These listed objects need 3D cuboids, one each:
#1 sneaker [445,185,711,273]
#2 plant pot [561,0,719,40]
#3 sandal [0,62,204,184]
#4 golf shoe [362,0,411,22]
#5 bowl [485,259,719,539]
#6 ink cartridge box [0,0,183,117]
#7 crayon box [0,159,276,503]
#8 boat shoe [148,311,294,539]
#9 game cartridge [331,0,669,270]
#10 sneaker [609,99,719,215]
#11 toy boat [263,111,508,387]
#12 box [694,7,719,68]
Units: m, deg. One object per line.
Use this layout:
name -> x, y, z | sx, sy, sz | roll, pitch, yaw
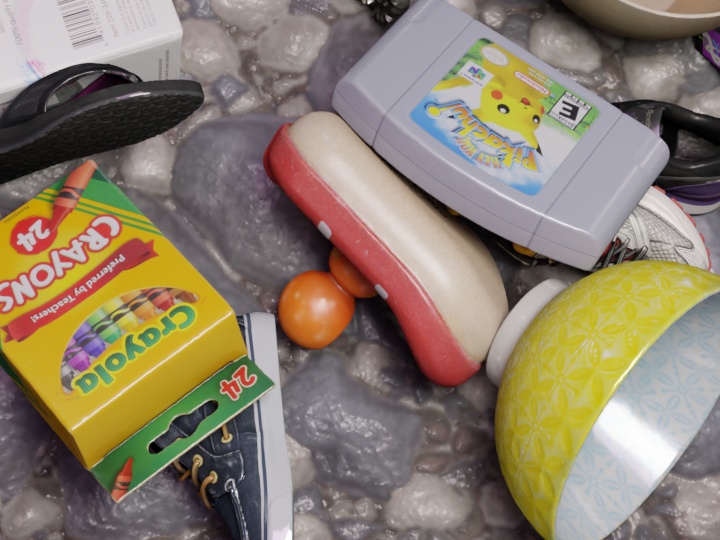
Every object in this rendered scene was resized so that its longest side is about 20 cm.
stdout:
sneaker -> 0.138, -0.026, 1.216 | 0.199, 0.078, 0.082 | 25, 42, -3
plant pot -> 0.198, -0.241, 1.273 | 0.198, 0.135, 0.202 | 2, 74, -8
sandal -> -0.196, -0.099, 1.168 | 0.199, 0.075, 0.048 | -15, 77, 17
golf shoe -> 0.014, -0.274, 1.289 | 0.087, 0.077, 0.202 | -12, 76, -19
bowl -> 0.144, 0.067, 1.160 | 0.107, 0.201, 0.200 | 35, 70, 26
ink cartridge box -> -0.232, -0.174, 1.215 | 0.198, 0.086, 0.149 | -18, 75, -11
crayon box -> -0.160, 0.033, 1.142 | 0.127, 0.051, 0.200 | -37, 57, -17
boat shoe -> -0.090, 0.122, 1.153 | 0.090, 0.071, 0.202 | -5, 59, -5
game cartridge -> 0.088, -0.088, 1.171 | 0.199, 0.041, 0.134 | 33, 52, 9
sneaker -> 0.169, -0.095, 1.250 | 0.198, 0.088, 0.076 | 7, 73, -6
toy boat -> 0.000, 0.000, 1.195 | 0.131, 0.130, 0.200 | -45, 83, 13
box -> 0.347, -0.144, 1.269 | 0.142, 0.036, 0.200 | -26, 49, -15
